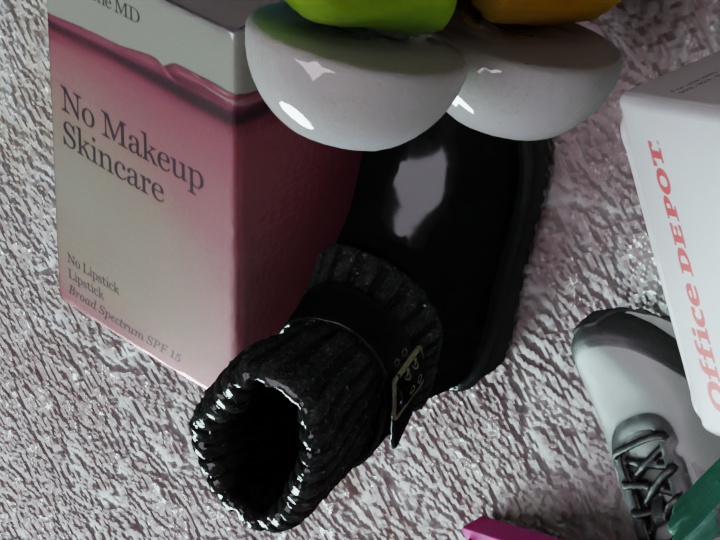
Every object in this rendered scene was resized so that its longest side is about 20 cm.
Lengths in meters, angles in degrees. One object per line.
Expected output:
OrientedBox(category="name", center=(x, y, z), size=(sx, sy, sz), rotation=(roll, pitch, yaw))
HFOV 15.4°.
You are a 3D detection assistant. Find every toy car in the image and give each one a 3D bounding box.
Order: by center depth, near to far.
OrientedBox(category="toy car", center=(0.020, -0.147, 1.003), size=(0.150, 0.199, 0.176), rotation=(32, 117, 39))

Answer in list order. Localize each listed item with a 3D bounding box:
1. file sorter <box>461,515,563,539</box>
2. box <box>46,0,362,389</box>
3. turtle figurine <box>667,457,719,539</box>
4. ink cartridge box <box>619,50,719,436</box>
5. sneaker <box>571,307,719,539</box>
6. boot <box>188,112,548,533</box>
OrientedBox(category="file sorter", center=(0.062, 0.208, 1.187), size=(0.140, 0.125, 0.200), rotation=(64, 166, -7))
OrientedBox(category="box", center=(-0.063, -0.063, 1.215), size=(0.128, 0.109, 0.201), rotation=(29, 133, 34))
OrientedBox(category="turtle figurine", center=(0.217, 0.149, 1.040), size=(0.200, 0.101, 0.150), rotation=(40, 155, -18))
OrientedBox(category="ink cartridge box", center=(0.193, -0.001, 0.953), size=(0.200, 0.084, 0.146), rotation=(18, 128, 61))
OrientedBox(category="sneaker", center=(0.145, 0.106, 1.121), size=(0.074, 0.079, 0.201), rotation=(-30, 89, 54))
OrientedBox(category="boot", center=(0.002, 0.002, 1.145), size=(0.079, 0.158, 0.212), rotation=(28, 133, 34))
